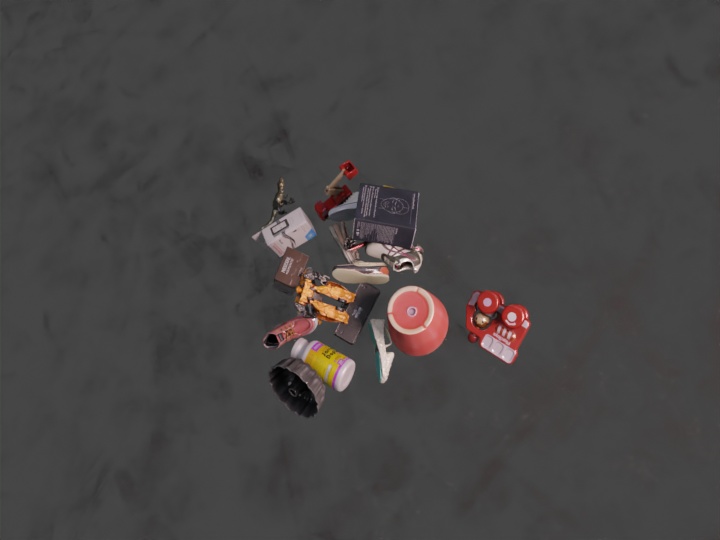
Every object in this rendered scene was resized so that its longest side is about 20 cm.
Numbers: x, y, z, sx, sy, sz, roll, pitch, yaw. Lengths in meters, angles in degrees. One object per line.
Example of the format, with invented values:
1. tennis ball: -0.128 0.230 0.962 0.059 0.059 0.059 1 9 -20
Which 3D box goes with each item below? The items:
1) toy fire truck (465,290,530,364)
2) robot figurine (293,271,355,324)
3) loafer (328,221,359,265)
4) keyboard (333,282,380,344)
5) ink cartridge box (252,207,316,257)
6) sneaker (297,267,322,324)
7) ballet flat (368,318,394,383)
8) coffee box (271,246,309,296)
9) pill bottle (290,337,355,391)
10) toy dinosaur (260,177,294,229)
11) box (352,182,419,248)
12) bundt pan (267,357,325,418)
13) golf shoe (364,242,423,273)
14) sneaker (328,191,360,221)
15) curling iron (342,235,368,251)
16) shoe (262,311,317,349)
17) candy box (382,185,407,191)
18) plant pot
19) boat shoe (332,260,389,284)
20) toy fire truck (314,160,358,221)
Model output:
1. toy fire truck: 0.398 0.159 1.556 0.197 0.112 0.171 30 100 23
2. robot figurine: -0.118 0.090 1.637 0.196 0.058 0.149 22 79 -21
3. loafer: -0.043 -0.086 1.773 0.062 0.072 0.202 -29 64 -3
4. keyboard: -0.021 0.132 1.718 0.102 0.040 0.203 29 79 -2
5. ink cartridge box: -0.263 -0.120 1.817 0.197 0.116 0.069 -30 65 4
6. sneaker: -0.163 0.092 1.743 0.075 0.078 0.206 -1 81 13
7. ballet flat: 0.071 0.243 1.631 0.070 0.072 0.205 -14 69 9
8. coffee box: -0.232 0.007 1.713 0.078 0.200 0.116 24 76 -7
9. pill bottle: -0.121 0.289 1.645 0.196 0.104 0.106 24 79 21
10. toy dinosaur: -0.293 -0.236 1.904 0.086 0.047 0.205 9 74 33
11. box: 0.081 -0.175 1.667 0.194 0.108 0.152 9 57 1
12. bundt pan: -0.187 0.350 1.608 0.198 0.206 0.076 26 45 22
13. golf shoe: 0.105 -0.048 1.695 0.194 0.078 0.090 7 55 10
14. sneaker: -0.021 -0.230 1.821 0.195 0.074 0.072 -17 58 -1
15. curling iron: 0.031 -0.106 1.742 0.195 0.025 0.051 -15 99 -17
16. shoe: -0.226 0.198 1.672 0.197 0.091 0.073 -23 100 35
17. candy box: 0.109 -0.182 1.762 0.099 0.026 0.205 11 70 -6
18. plant pot: 0.164 0.142 1.579 0.195 0.178 0.206 -4 71 13
19. boat shoe: 0.000 0.000 1.696 0.194 0.072 0.064 4 58 -19
20. toy fire truck: -0.085 -0.271 1.806 0.199 0.141 0.049 -40 66 -2
